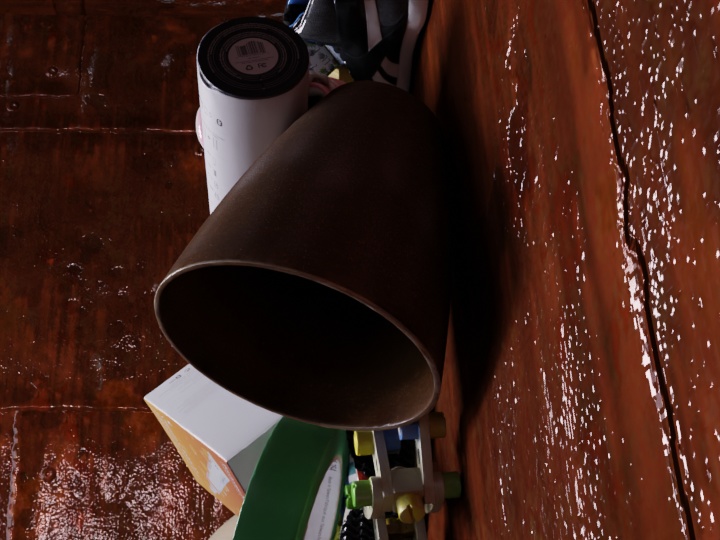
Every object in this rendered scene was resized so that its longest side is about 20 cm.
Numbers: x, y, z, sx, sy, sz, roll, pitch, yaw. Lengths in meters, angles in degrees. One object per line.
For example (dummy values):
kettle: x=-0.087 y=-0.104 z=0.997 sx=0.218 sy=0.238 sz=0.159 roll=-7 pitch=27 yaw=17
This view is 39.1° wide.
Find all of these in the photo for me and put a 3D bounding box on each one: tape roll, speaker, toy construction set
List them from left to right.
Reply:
speaker: x=-0.082 y=-0.095 z=0.784 sx=0.200 sy=0.081 sz=0.081 roll=97 pitch=170 yaw=-57
tape roll: x=-0.058 y=0.216 z=0.819 sx=0.200 sy=0.048 sz=0.201 roll=13 pitch=-90 yaw=-81
toy construction set: x=0.028 y=0.204 z=0.683 sx=0.131 sy=0.092 sz=0.200 roll=99 pitch=179 yaw=-57

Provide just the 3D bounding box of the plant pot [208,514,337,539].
plant pot: x=-0.046 y=0.296 z=1.037 sx=0.134 sy=0.200 sz=0.200 roll=-53 pitch=18 yaw=15

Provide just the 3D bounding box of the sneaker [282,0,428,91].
sneaker: x=-0.011 y=-0.198 z=0.861 sx=0.200 sy=0.112 sz=0.073 roll=103 pitch=167 yaw=-65

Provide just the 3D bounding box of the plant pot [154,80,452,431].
plant pot: x=-0.013 y=-0.025 z=0.686 sx=0.187 sy=0.187 sz=0.200 roll=98 pitch=-171 yaw=-56

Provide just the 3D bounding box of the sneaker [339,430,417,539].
sneaker: x=0.024 y=0.168 z=0.859 sx=0.093 sy=0.070 sz=0.200 roll=-62 pitch=-25 yaw=-63

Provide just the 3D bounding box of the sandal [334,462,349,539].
sandal: x=0.014 y=0.244 z=0.927 sx=0.087 sy=0.079 sz=0.200 roll=2 pitch=85 yaw=49

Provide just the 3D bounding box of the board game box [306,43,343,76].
board game box: x=-0.050 y=-0.238 z=1.074 sx=0.062 sy=0.200 sz=0.200 roll=47 pitch=172 yaw=-15

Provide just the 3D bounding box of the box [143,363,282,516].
box: x=-0.112 y=0.171 z=1.006 sx=0.200 sy=0.097 sz=0.124 roll=18 pitch=139 yaw=55

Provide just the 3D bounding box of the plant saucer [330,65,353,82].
plant saucer: x=-0.012 y=-0.144 z=1.190 sx=0.200 sy=0.048 sz=0.200 roll=-116 pitch=25 yaw=-76

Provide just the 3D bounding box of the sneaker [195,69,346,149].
sneaker: x=-0.042 y=-0.140 z=0.913 sx=0.200 sy=0.105 sz=0.075 roll=-19 pitch=-79 yaw=-50
